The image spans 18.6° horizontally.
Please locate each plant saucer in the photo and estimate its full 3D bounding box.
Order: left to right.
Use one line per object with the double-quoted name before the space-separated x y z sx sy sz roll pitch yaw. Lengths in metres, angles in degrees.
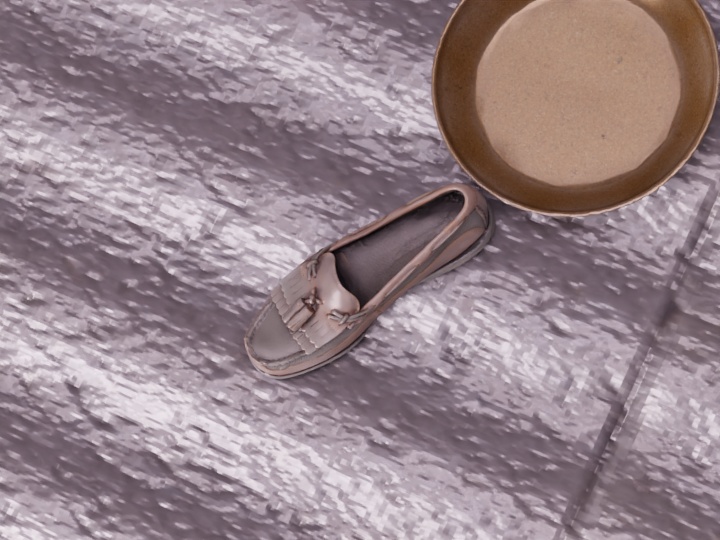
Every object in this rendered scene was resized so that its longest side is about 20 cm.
"plant saucer" 0.150 -0.130 1.530 0.200 0.035 0.200 -3 76 12

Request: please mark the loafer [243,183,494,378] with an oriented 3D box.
"loafer" 0.000 0.000 1.515 0.200 0.063 0.072 -34 72 2
